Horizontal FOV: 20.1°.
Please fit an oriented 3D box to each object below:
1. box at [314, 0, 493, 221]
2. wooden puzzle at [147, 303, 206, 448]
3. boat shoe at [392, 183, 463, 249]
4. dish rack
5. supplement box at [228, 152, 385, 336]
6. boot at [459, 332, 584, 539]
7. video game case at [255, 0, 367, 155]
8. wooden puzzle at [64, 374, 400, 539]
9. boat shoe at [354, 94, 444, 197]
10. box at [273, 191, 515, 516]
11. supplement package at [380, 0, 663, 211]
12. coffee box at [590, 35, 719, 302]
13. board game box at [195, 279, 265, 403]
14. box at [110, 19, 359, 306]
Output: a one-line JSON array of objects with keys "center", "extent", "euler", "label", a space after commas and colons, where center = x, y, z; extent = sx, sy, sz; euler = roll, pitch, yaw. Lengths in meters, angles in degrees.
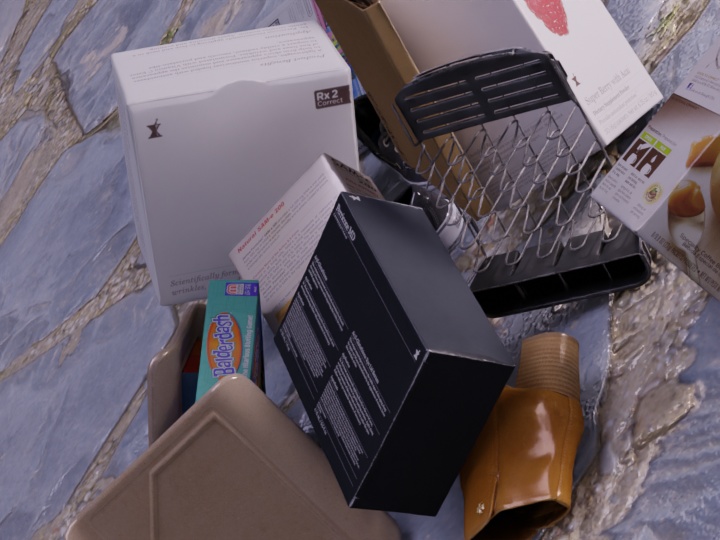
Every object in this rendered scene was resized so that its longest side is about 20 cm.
[{"center": [0.026, -0.144, 1.576], "extent": [0.021, 0.201, 0.163], "euler": [-33, 29, -6], "label": "box"}, {"center": [-0.139, 0.136, 1.689], "extent": [0.200, 0.037, 0.186], "euler": [-61, -29, -78], "label": "wooden puzzle"}, {"center": [0.000, 0.000, 1.751], "extent": [0.200, 0.066, 0.070], "euler": [-41, 29, 25], "label": "boat shoe"}, {"center": [0.114, -0.066, 1.480], "extent": [0.153, 0.201, 0.055], "euler": [-14, 32, 30], "label": "dish rack"}, {"center": [-0.009, 0.020, 1.660], "extent": [0.126, 0.073, 0.200], "euler": [-45, 52, 18], "label": "supplement box"}, {"center": [0.083, 0.136, 1.459], "extent": [0.201, 0.071, 0.145], "euler": [-29, 42, 48], "label": "boot"}, {"center": [-0.014, -0.210, 1.982], "extent": [0.182, 0.022, 0.201], "euler": [-37, 56, 31], "label": "video game case"}, {"center": [-0.098, 0.200, 1.543], "extent": [0.200, 0.185, 0.037], "euler": [-43, 8, 17], "label": "wooden puzzle"}, {"center": [0.043, -0.121, 1.806], "extent": [0.070, 0.066, 0.200], "euler": [-54, 27, 2], "label": "boat shoe"}, {"center": [0.020, 0.058, 1.471], "extent": [0.142, 0.078, 0.200], "euler": [-67, 30, 28], "label": "box"}, {"center": [0.118, -0.173, 1.579], "extent": [0.120, 0.201, 0.121], "euler": [-32, 4, 38], "label": "supplement package"}, {"center": [0.268, -0.086, 1.363], "extent": [0.200, 0.114, 0.080], "euler": [-52, 26, 6], "label": "coffee box"}, {"center": [-0.103, 0.132, 1.654], "extent": [0.153, 0.045, 0.201], "euler": [-87, -2, -49], "label": "board game box"}, {"center": [-0.108, -0.098, 1.813], "extent": [0.198, 0.201, 0.131], "euler": [-10, 28, -9], "label": "box"}]
